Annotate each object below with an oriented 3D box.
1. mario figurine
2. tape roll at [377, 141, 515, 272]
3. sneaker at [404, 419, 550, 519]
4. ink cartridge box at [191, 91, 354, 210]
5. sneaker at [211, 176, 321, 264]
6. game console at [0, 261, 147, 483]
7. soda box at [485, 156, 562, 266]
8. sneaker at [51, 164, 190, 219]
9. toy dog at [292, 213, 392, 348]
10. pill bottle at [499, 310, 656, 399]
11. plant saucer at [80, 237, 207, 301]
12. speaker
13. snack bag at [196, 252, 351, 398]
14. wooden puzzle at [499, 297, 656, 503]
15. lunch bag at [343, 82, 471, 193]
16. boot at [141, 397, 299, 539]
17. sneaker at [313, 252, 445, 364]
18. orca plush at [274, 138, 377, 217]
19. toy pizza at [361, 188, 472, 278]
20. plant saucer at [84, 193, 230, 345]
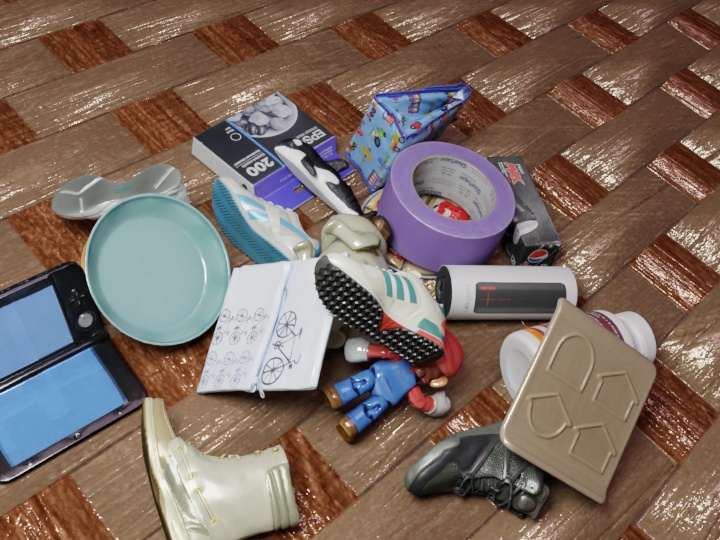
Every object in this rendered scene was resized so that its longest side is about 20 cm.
[{"bbox_3d":[0.046,0.143,1.009,0.199,0.124,0.106,-26,35,-17],"label":"mario figurine"},{"bbox_3d":[0.130,-0.098,1.179,0.198,0.085,0.201,9,50,-11],"label":"tape roll"},{"bbox_3d":[0.156,0.254,0.941,0.198,0.077,0.115,-9,47,-26],"label":"sneaker"},{"bbox_3d":[-0.140,-0.193,1.268,0.200,0.044,0.198,40,54,18],"label":"ink cartridge box"},{"bbox_3d":[-0.146,-0.069,1.149,0.200,0.077,0.081,45,48,15],"label":"sneaker"},{"bbox_3d":[-0.382,0.114,0.914,0.199,0.174,0.118,-29,35,-32],"label":"game console"},{"bbox_3d":[0.257,-0.098,1.264,0.070,0.064,0.201,-3,51,-15],"label":"soda box"},{"bbox_3d":[-0.335,-0.091,1.079,0.198,0.080,0.071,-5,56,9],"label":"sneaker"},{"bbox_3d":[0.000,0.000,1.074,0.193,0.140,0.201,24,38,-29],"label":"toy dog"},{"bbox_3d":[0.303,0.119,1.061,0.198,0.113,0.114,-13,54,-21],"label":"pill bottle"},{"bbox_3d":[-0.295,-0.020,1.093,0.198,0.038,0.202,6,51,-8],"label":"plant saucer"},{"bbox_3d":[0.212,0.033,1.135,0.198,0.082,0.082,1,50,-13],"label":"speaker"},{"bbox_3d":[-0.110,0.067,0.969,0.198,0.021,0.190,-6,58,36],"label":"snack bag"},{"bbox_3d":[0.270,0.163,0.965,0.184,0.046,0.201,33,74,-22],"label":"wooden puzzle"},{"bbox_3d":[0.094,-0.233,1.278,0.199,0.151,0.094,-25,73,-33],"label":"lunch bag"},{"bbox_3d":[-0.167,0.225,0.896,0.153,0.072,0.201,-14,60,-22],"label":"boot"},{"bbox_3d":[0.028,0.028,0.932,0.199,0.070,0.094,36,45,-21],"label":"sneaker"},{"bbox_3d":[-0.040,-0.146,1.184,0.071,0.105,0.200,-45,63,-10],"label":"orca plush"},{"bbox_3d":[0.094,-0.071,1.226,0.198,0.032,0.202,7,50,-8],"label":"toy pizza"},{"bbox_3d":[-0.267,0.001,1.010,0.199,0.036,0.202,12,70,-35],"label":"plant saucer"}]
